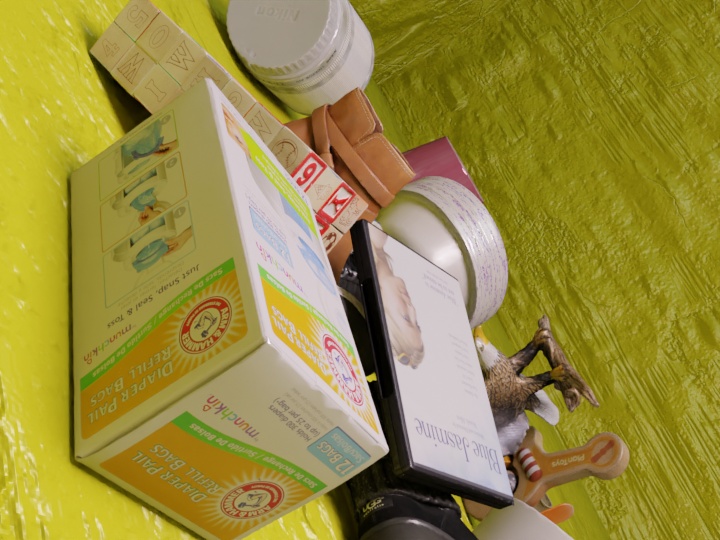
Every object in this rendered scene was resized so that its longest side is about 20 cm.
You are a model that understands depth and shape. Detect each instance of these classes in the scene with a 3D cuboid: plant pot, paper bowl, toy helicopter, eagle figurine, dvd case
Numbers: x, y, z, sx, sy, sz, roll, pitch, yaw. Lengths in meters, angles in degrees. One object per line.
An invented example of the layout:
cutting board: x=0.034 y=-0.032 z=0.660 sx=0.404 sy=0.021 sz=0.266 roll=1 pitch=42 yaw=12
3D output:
plant pot: x=0.101 y=-0.123 z=1.481 sx=0.202 sy=0.177 sz=0.201 roll=55 pitch=11 yaw=-16
paper bowl: x=0.081 y=-0.008 z=1.113 sx=0.199 sy=0.103 sz=0.204 roll=32 pitch=-46 yaw=40
toy helicopter: x=0.192 y=0.223 z=0.937 sx=0.079 sy=0.198 sz=0.134 roll=41 pitch=41 yaw=-30
eagle figurine: x=0.122 y=0.122 z=0.912 sx=0.152 sy=0.197 sz=0.153 roll=-27 pitch=93 yaw=-89
dvd case: x=0.054 y=0.070 z=0.669 sx=0.142 sy=0.017 sz=0.203 roll=30 pitch=40 yaw=-46

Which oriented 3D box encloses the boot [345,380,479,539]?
boot: x=0.056 y=0.191 z=0.670 sx=0.212 sy=0.079 sz=0.159 roll=53 pitch=13 yaw=-34

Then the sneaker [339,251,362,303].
sneaker: x=0.001 y=0.002 z=0.852 sx=0.200 sy=0.103 sz=0.061 roll=46 pitch=17 yaw=-53

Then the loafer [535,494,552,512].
loafer: x=0.244 y=0.292 z=1.332 sx=0.202 sy=0.067 sz=0.076 roll=56 pitch=11 yaw=-19

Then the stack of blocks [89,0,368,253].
stack of blocks: x=-0.095 y=-0.103 z=0.645 sx=0.200 sy=0.059 sz=0.115 roll=44 pitch=4 yaw=23

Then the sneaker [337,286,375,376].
sneaker: x=-0.045 y=0.048 z=0.623 sx=0.200 sy=0.070 sz=0.100 roll=44 pitch=19 yaw=-38

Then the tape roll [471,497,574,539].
tape roll: x=0.175 y=0.295 z=0.765 sx=0.202 sy=0.071 sz=0.203 roll=43 pitch=-14 yaw=13

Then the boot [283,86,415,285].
boot: x=-0.017 y=-0.035 z=0.726 sx=0.202 sy=0.153 sz=0.074 roll=60 pitch=10 yaw=2

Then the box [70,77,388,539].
box: x=-0.075 y=0.017 z=0.454 sx=0.113 sy=0.100 sz=0.202 roll=49 pitch=15 yaw=-42

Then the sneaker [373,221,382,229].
sneaker: x=0.013 y=0.010 z=0.982 sx=0.200 sy=0.076 sz=0.086 roll=40 pitch=25 yaw=-61

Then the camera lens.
camera lens: x=-0.075 y=-0.307 z=1.181 sx=0.162 sy=0.158 sz=0.200 roll=62 pitch=10 yaw=14
